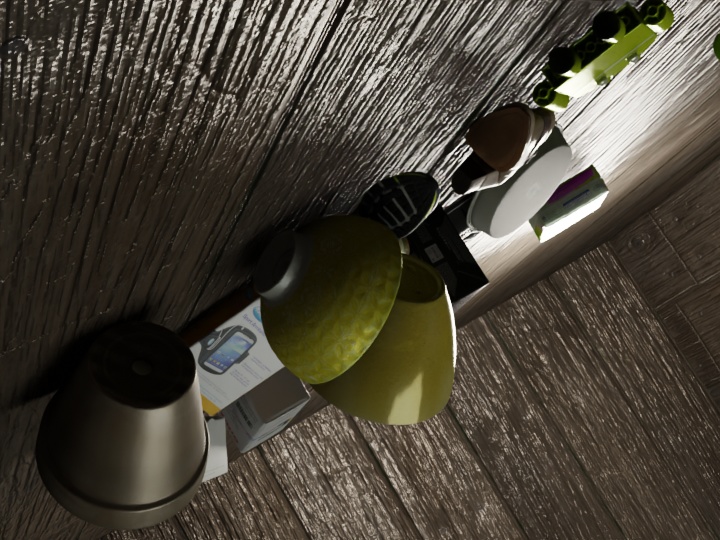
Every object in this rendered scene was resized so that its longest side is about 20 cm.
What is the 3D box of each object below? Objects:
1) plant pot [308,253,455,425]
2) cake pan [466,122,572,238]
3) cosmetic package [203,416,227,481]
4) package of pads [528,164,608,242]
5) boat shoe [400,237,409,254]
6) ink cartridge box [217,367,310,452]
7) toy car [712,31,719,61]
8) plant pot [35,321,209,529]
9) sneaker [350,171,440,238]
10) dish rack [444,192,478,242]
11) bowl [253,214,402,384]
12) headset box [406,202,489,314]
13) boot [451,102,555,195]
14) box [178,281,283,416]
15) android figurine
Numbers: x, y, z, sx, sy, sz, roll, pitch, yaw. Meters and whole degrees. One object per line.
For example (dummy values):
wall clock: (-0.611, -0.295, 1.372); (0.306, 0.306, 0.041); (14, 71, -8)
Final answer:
plant pot: (0.035, 0.064, 1.289); (0.199, 0.199, 0.143); (-22, 139, -45)
cake pan: (0.237, -0.125, 1.563); (0.200, 0.037, 0.201); (-38, 157, -19)
cosmetic package: (-0.298, 0.253, 1.511); (0.197, 0.086, 0.107); (-3, 177, 17)
package of pads: (0.415, -0.135, 2.144); (0.153, 0.069, 0.200); (-32, 171, 2)
boat shoe: (0.001, 0.001, 1.522); (0.065, 0.072, 0.201); (-14, 161, -32)
ink cartridge box: (-0.163, 0.172, 1.592); (0.083, 0.146, 0.200); (-27, 169, -24)
toy car: (0.605, -0.363, 1.449); (0.164, 0.157, 0.201); (-40, 164, -34)
plant pot: (-0.253, 0.157, 1.188); (0.199, 0.200, 0.174); (-24, 152, -37)
sneaker: (0.037, -0.070, 1.305); (0.081, 0.074, 0.199); (-33, 180, -39)
dish rack: (0.160, -0.070, 1.709); (0.153, 0.055, 0.200); (-34, 172, 18)
bowl: (-0.057, 0.014, 1.206); (0.107, 0.202, 0.200); (30, 128, -30)
headset box: (0.082, 0.008, 1.557); (0.074, 0.150, 0.200); (-26, 167, -29)
boot: (0.194, -0.168, 1.327); (0.146, 0.071, 0.200); (-34, 173, -34)
box: (-0.155, 0.096, 1.379); (0.199, 0.042, 0.119); (-35, 129, 10)
android figurine: (0.284, -0.252, 1.252); (0.181, 0.041, 0.199); (-37, 168, 21)
